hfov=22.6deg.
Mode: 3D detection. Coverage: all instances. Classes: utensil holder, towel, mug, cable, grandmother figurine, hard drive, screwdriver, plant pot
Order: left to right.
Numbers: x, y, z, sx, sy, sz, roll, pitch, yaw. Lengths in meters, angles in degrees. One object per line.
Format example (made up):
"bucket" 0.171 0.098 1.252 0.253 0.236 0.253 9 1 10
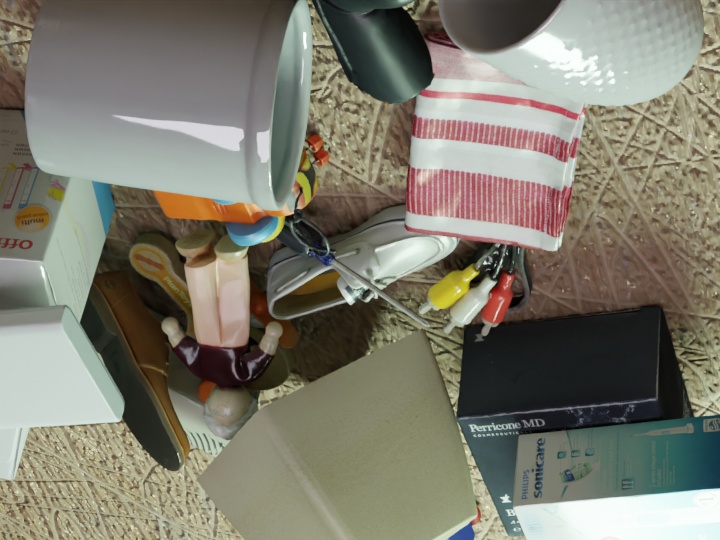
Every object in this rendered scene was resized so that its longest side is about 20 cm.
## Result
"hard drive" -0.316 0.087 1.534 0.198 0.026 0.133 -5 136 18
"utensil holder" -0.150 -0.143 1.444 0.197 0.171 0.171 7 139 8
"grandmother figurine" -0.130 0.064 1.664 0.120 0.060 0.202 10 118 31
"screwdriver" -0.015 0.001 1.598 0.200 0.029 0.028 38 134 33
"plant pot" -0.007 0.203 1.703 0.199 0.178 0.200 -24 166 -31
"towel" 0.113 -0.104 1.519 0.142 0.023 0.202 8 129 3
"cable" 0.133 -0.010 1.624 0.096 0.051 0.200 17 138 -16
"mug" 0.181 -0.218 1.322 0.174 0.148 0.201 21 111 -40

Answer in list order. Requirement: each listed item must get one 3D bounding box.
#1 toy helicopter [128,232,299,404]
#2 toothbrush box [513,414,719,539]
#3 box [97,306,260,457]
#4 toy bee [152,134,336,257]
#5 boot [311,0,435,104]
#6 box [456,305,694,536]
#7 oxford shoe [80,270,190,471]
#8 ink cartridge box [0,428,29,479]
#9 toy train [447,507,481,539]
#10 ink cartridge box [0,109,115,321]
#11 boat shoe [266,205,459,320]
"toy helicopter" -0.139 0.038 1.718 0.132 0.079 0.200 -26 115 42
"toothbrush box" 0.252 0.216 1.651 0.198 0.086 0.147 -6 136 18
"box" -0.198 0.101 1.792 0.199 0.083 0.068 31 136 -20
"toy bee" -0.080 -0.072 1.574 0.199 0.109 0.132 28 148 19
"boot" 0.019 -0.197 1.360 0.200 0.076 0.169 34 163 49
"box" 0.213 0.149 1.737 0.194 0.118 0.201 -7 135 19
"oxford shoe" -0.201 0.091 1.703 0.071 0.071 0.202 -25 90 53
"ink cartridge box" -0.363 0.062 1.689 0.145 0.201 0.147 15 139 -7
"toy train" 0.048 0.235 1.901 0.114 0.085 0.201 6 140 25
"ink cartridge box" -0.306 -0.026 1.578 0.127 0.201 0.126 3 139 7
"boat shoe" 0.000 0.000 1.644 0.198 0.070 0.071 -15 134 22
